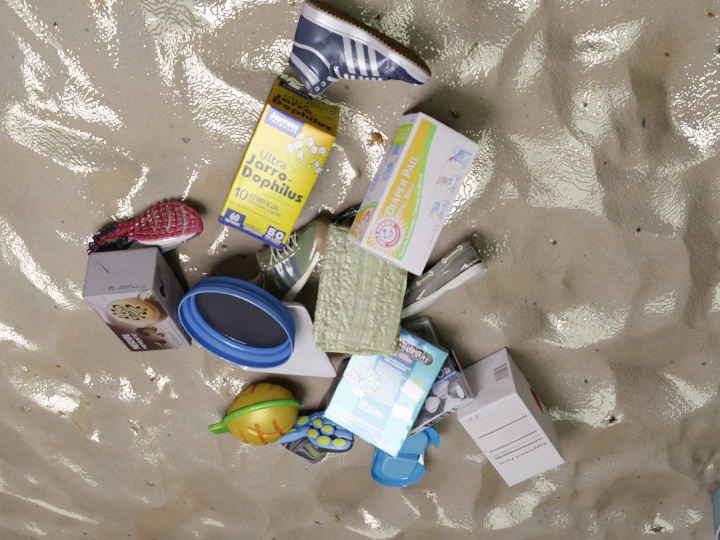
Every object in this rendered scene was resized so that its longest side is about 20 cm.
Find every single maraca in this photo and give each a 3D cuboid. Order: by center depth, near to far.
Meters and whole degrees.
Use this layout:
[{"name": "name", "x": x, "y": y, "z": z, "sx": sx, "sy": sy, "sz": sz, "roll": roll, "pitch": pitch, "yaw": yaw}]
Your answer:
[{"name": "maraca", "x": -0.197, "y": 0.274, "z": 1.293, "sx": 0.198, "sy": 0.109, "sz": 0.136, "roll": -28, "pitch": 151, "yaw": 33}]

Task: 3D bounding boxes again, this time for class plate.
[{"name": "plate", "x": -0.151, "y": 0.111, "z": 1.195, "sx": 0.195, "sy": 0.033, "sz": 0.202, "roll": 1, "pitch": 138, "yaw": 20}]

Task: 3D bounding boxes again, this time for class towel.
[{"name": "towel", "x": 0.002, "y": 0.033, "z": 1.086, "sx": 0.144, "sy": 0.036, "sz": 0.206, "roll": 6, "pitch": 97, "yaw": -8}]

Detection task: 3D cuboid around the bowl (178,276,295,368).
[{"name": "bowl", "x": -0.196, "y": 0.085, "z": 1.125, "sx": 0.196, "sy": 0.040, "sz": 0.203, "roll": 12, "pitch": 141, "yaw": 10}]

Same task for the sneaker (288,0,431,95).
[{"name": "sneaker", "x": -0.006, "y": -0.280, "z": 0.961, "sx": 0.196, "sy": 0.070, "sz": 0.110, "roll": 26, "pitch": 115, "yaw": -7}]

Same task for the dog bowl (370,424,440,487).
[{"name": "dog bowl", "x": 0.084, "y": 0.344, "z": 1.352, "sx": 0.109, "sy": 0.050, "sz": 0.203, "roll": 10, "pitch": 129, "yaw": -10}]

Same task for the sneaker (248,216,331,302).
[{"name": "sneaker", "x": -0.127, "y": -0.014, "z": 1.131, "sx": 0.088, "sy": 0.068, "sz": 0.202, "roll": 22, "pitch": 124, "yaw": -18}]

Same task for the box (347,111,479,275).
[{"name": "box", "x": 0.072, "y": -0.110, "z": 0.999, "sx": 0.100, "sy": 0.112, "sz": 0.204, "roll": 24, "pitch": 95, "yaw": -14}]

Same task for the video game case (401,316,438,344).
[{"name": "video game case", "x": 0.090, "y": 0.186, "z": 1.284, "sx": 0.140, "sy": 0.018, "sz": 0.203, "roll": -18, "pitch": 120, "yaw": 11}]

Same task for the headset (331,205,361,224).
[{"name": "headset", "x": 0.000, "y": 0.000, "z": 1.124, "sx": 0.120, "sy": 0.094, "sz": 0.205, "roll": 5, "pitch": 111, "yaw": -2}]

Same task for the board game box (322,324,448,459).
[{"name": "board game box", "x": 0.044, "y": 0.195, "z": 1.202, "sx": 0.149, "sy": 0.047, "sz": 0.204, "roll": 27, "pitch": 95, "yaw": 7}]

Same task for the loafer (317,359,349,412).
[{"name": "loafer", "x": -0.040, "y": 0.261, "z": 1.301, "sx": 0.071, "sy": 0.072, "sz": 0.204, "roll": 11, "pitch": 122, "yaw": -6}]

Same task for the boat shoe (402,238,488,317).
[{"name": "boat shoe", "x": 0.120, "y": 0.020, "z": 1.154, "sx": 0.200, "sy": 0.071, "sz": 0.061, "roll": -34, "pitch": 76, "yaw": 33}]

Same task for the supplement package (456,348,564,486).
[{"name": "supplement package", "x": 0.270, "y": 0.270, "z": 1.271, "sx": 0.118, "sy": 0.122, "sz": 0.201, "roll": -29, "pitch": 118, "yaw": 18}]

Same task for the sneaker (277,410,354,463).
[{"name": "sneaker", "x": -0.076, "y": 0.314, "z": 1.292, "sx": 0.197, "sy": 0.071, "sz": 0.083, "roll": -15, "pitch": 124, "yaw": 46}]

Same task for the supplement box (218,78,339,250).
[{"name": "supplement box", "x": -0.120, "y": -0.154, "z": 1.020, "sx": 0.107, "sy": 0.110, "sz": 0.202, "roll": 22, "pitch": 120, "yaw": -13}]

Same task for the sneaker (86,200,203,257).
[{"name": "sneaker", "x": -0.338, "y": -0.050, "z": 1.117, "sx": 0.195, "sy": 0.082, "sz": 0.075, "roll": -14, "pitch": 140, "yaw": 17}]

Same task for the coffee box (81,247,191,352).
[{"name": "coffee box", "x": -0.353, "y": 0.053, "z": 1.126, "sx": 0.110, "sy": 0.082, "sz": 0.201, "roll": -5, "pitch": 149, "yaw": 3}]

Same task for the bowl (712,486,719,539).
[{"name": "bowl", "x": 0.802, "y": 0.486, "z": 1.406, "sx": 0.195, "sy": 0.106, "sz": 0.205, "roll": 0, "pitch": 123, "yaw": 0}]

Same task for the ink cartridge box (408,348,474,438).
[{"name": "ink cartridge box", "x": 0.100, "y": 0.233, "z": 1.244, "sx": 0.199, "sy": 0.101, "sz": 0.039, "roll": -37, "pitch": 152, "yaw": 21}]
